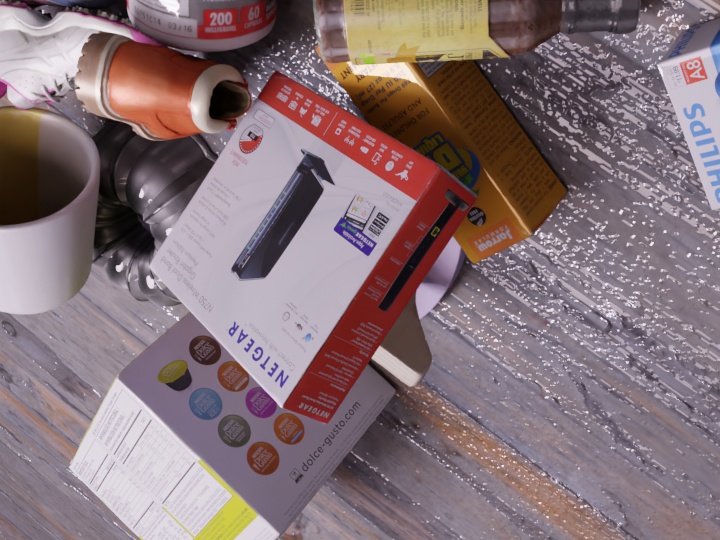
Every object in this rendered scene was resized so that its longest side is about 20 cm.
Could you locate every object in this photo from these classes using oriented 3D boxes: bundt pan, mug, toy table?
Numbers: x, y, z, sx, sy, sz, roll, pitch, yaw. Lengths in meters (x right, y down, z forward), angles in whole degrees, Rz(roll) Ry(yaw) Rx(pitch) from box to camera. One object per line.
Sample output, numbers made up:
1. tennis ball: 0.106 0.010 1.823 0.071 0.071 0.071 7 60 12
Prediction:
1. bundt pan: -0.208 -0.048 0.904 0.200 0.076 0.203 20 131 24
2. mug: -0.311 -0.054 0.843 0.154 0.148 0.187 101 149 -49
3. toy table: 0.000 0.000 0.758 0.183 0.117 0.201 28 134 17

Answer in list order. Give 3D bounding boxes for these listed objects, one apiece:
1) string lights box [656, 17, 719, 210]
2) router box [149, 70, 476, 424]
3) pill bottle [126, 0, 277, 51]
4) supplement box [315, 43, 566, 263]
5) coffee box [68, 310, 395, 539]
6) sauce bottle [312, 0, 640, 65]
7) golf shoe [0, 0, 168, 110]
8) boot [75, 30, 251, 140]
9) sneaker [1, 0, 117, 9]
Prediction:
1. string lights box: 0.281 -0.109 0.512 0.199 0.059 0.103 -12 114 41
2. router box: -0.042 -0.024 0.651 0.049 0.180 0.200 30 -175 -47
3. pill bottle: -0.110 -0.268 0.644 0.113 0.114 0.201 25 133 19
4. supplement box: 0.060 -0.107 0.672 0.200 0.069 0.066 51 137 -8
5. coffee box: -0.127 0.154 0.903 0.198 0.200 0.200 42 137 3
6. sauce bottle: 0.071 -0.164 0.580 0.198 0.065 0.065 0 124 8
7. golf shoe: -0.254 -0.179 0.799 0.198 0.075 0.093 11 93 23
8. boot: -0.129 -0.132 0.724 0.106 0.200 0.076 12 98 8
9. sneaker: -0.283 -0.263 0.824 0.199 0.071 0.082 23 158 17
